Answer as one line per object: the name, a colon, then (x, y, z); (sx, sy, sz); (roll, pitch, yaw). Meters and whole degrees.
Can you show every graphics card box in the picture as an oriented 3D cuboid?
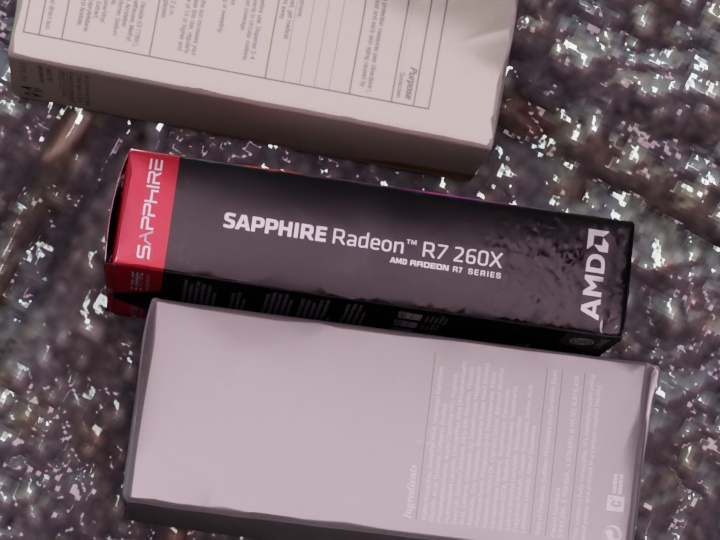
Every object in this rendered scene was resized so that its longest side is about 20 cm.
graphics card box: (0.000, 0.000, 1.080); (0.199, 0.125, 0.051); (9, 79, -3)

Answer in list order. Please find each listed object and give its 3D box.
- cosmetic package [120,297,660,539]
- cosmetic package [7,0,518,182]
cosmetic package: (0.007, 0.069, 1.080); (0.199, 0.107, 0.091); (11, 80, -5)
cosmetic package: (-0.038, -0.108, 1.121); (0.199, 0.071, 0.106); (12, 79, -3)
